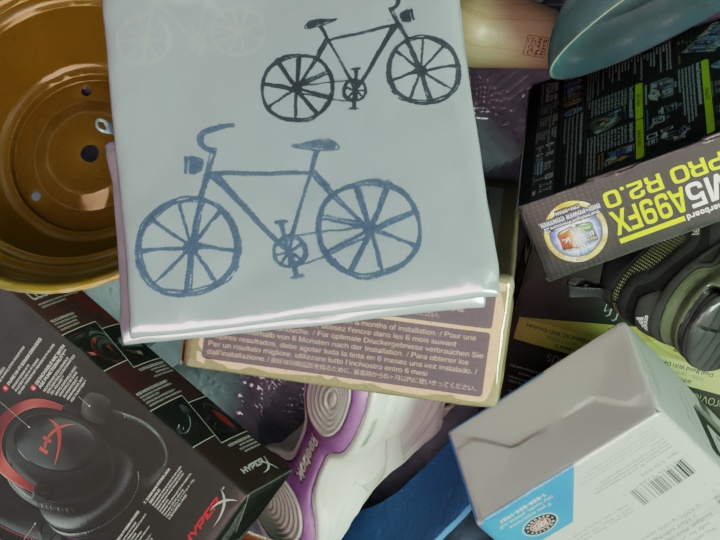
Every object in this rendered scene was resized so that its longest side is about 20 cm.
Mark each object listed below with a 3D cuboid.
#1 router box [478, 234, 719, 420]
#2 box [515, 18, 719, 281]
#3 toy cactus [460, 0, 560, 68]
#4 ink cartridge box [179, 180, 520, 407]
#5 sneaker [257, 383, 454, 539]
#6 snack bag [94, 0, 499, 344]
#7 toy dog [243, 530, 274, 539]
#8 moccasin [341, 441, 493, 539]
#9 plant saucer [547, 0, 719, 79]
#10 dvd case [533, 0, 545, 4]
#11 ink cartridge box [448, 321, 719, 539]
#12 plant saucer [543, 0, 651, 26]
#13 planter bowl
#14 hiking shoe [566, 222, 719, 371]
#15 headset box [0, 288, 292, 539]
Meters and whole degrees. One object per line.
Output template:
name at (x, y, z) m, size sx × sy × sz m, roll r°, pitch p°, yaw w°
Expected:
router box at (0.178, 0.042, 1.580) m, size 0.199 × 0.052 × 0.158 m, roll 16°, pitch 113°, yaw -1°
box at (0.163, -0.072, 1.456) m, size 0.159 × 0.200 × 0.045 m, roll -19°, pitch 108°, yaw 12°
toy cactus at (0.026, -0.136, 1.469) m, size 0.164 × 0.102 × 0.201 m, roll 9°, pitch 100°, yaw -11°
ink cartridge box at (0.000, 0.000, 1.500) m, size 0.163 × 0.200 × 0.076 m, roll 8°, pitch 106°, yaw 1°
sneaker at (0.002, 0.102, 1.597) m, size 0.075 × 0.099 × 0.200 m, roll 60°, pitch 144°, yaw 24°
snack bag at (-0.036, -0.071, 1.398) m, size 0.187 × 0.021 × 0.202 m, roll -7°, pitch 80°, yaw 1°
toy dog at (-0.087, 0.197, 1.609) m, size 0.132 × 0.096 × 0.200 m, roll -41°, pitch 128°, yaw 2°
moccasin at (0.042, 0.163, 1.613) m, size 0.068 × 0.081 × 0.200 m, roll 17°, pitch 143°, yaw -30°
plant saucer at (0.176, -0.159, 1.434) m, size 0.199 × 0.200 × 0.028 m, roll -32°, pitch 81°, yaw 16°
dvd case at (0.021, -0.173, 1.508) m, size 0.200 × 0.022 × 0.146 m, roll -36°, pitch 104°, yaw 17°
ink cartridge box at (0.149, 0.125, 1.524) m, size 0.115 × 0.067 × 0.200 m, roll -33°, pitch 136°, yaw 14°
plant saucer at (0.057, -0.169, 1.527) m, size 0.198 × 0.019 × 0.070 m, roll 2°, pitch 112°, yaw 5°
planter bowl at (-0.153, -0.074, 1.529) m, size 0.199 × 0.083 × 0.202 m, roll -2°, pitch 74°, yaw 8°
hiking shoe at (0.192, -0.037, 1.492) m, size 0.100 × 0.200 × 0.076 m, roll 27°, pitch 138°, yaw 23°
headset box at (-0.161, 0.105, 1.527) m, size 0.200 × 0.075 × 0.149 m, roll 39°, pitch 107°, yaw 10°
